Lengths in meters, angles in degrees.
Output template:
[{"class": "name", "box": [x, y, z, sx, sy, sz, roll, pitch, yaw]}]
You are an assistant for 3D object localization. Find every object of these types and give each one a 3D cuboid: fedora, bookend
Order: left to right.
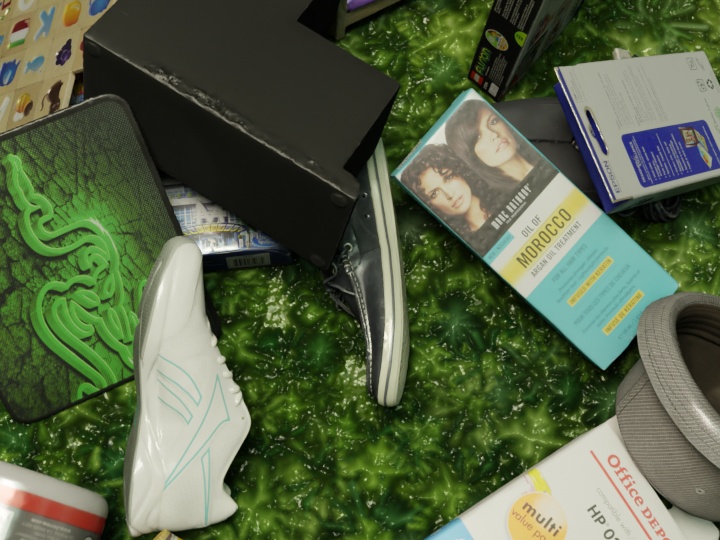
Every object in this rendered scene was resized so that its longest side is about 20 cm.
[{"class": "bookend", "box": [-0.052, -0.143, 0.732, 0.198, 0.092, 0.201, 30, 59, 3]}, {"class": "fedora", "box": [0.247, 0.106, 0.708, 0.199, 0.090, 0.178, 19, 40, -23]}]

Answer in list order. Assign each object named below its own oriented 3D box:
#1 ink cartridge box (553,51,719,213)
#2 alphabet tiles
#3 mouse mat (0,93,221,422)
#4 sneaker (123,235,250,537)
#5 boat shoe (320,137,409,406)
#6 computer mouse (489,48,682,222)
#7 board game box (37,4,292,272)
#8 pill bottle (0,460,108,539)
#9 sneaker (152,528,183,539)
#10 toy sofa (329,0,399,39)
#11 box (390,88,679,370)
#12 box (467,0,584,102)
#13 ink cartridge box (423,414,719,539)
[{"class": "ink cartridge box", "box": [0.201, -0.100, 0.755, 0.199, 0.039, 0.100, -13, 79, -43]}, {"class": "alphabet tiles", "box": [-0.227, -0.195, 0.786, 0.165, 0.006, 0.202, -6, 68, 38]}, {"class": "mouse mat", "box": [-0.195, -0.002, 0.710, 0.160, 0.201, 0.008, -24, 31, -9]}, {"class": "sneaker", "box": [-0.114, 0.078, 0.717, 0.079, 0.070, 0.202, 3, 98, -15]}, {"class": "boat shoe", "box": [0.000, 0.000, 0.758, 0.062, 0.075, 0.202, -9, 70, 3]}, {"class": "computer mouse", "box": [0.141, -0.095, 0.801, 0.198, 0.053, 0.140, -9, 74, -5]}, {"class": "board game box", "box": [-0.157, -0.098, 0.785, 0.198, 0.062, 0.202, -6, 74, -4]}, {"class": "pill bottle", "box": [-0.240, 0.221, 0.655, 0.115, 0.116, 0.202, 16, 73, 3]}, {"class": "sneaker", "box": [-0.136, 0.271, 0.666, 0.090, 0.075, 0.201, 28, 80, -4]}, {"class": "toy sofa", "box": [0.045, -0.272, 0.829, 0.199, 0.098, 0.083, -27, 75, -11]}, {"class": "box", "box": [0.121, -0.029, 0.747, 0.200, 0.049, 0.082, 42, 93, -5]}, {"class": "box", "box": [0.137, -0.209, 0.759, 0.035, 0.200, 0.110, 39, 74, 8]}, {"class": "ink cartridge box", "box": [0.142, 0.182, 0.708, 0.199, 0.068, 0.116, -31, 77, -11]}]
